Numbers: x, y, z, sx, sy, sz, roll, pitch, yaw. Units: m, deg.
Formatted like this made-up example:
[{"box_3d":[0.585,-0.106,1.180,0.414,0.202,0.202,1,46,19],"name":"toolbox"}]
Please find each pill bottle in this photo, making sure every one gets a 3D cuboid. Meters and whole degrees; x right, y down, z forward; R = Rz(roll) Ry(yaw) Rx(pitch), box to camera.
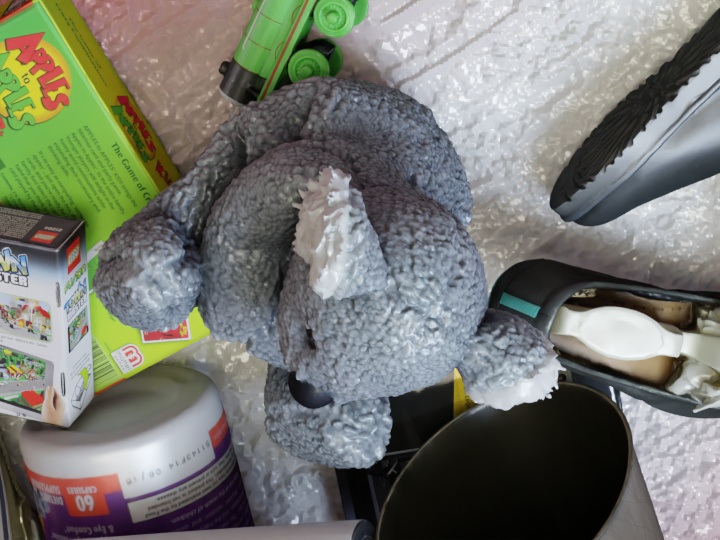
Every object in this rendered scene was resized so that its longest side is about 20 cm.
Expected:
[{"box_3d":[-0.108,0.163,1.535,0.111,0.111,0.201,-11,109,9],"name":"pill bottle"}]

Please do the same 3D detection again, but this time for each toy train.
[{"box_3d":[-0.016,-0.157,1.447,0.056,0.042,0.200,29,111,5],"name":"toy train"}]

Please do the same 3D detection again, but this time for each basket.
[{"box_3d":[0.107,0.190,1.449,0.136,0.181,0.200,-14,119,20],"name":"basket"}]

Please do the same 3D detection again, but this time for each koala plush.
[{"box_3d":[0.000,0.000,1.371,0.177,0.200,0.184,39,86,-22],"name":"koala plush"}]

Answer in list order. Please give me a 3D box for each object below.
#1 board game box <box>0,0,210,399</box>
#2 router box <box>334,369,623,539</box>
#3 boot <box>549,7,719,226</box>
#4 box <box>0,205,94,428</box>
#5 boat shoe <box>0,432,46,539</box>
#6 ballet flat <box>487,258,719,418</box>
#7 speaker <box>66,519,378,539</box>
[{"box_3d":[-0.153,-0.042,1.497,0.101,0.048,0.200,-28,106,14],"name":"board game box"},{"box_3d":[0.072,0.127,1.536,0.157,0.052,0.201,-9,109,8],"name":"router box"},{"box_3d":[0.222,-0.027,1.465,0.200,0.066,0.165,41,111,-15],"name":"boot"},{"box_3d":[-0.240,0.011,1.497,0.199,0.035,0.110,11,122,17],"name":"box"},{"box_3d":[-0.201,0.158,1.560,0.072,0.062,0.201,-14,87,49],"name":"boat shoe"},{"box_3d":[0.158,0.041,1.448,0.199,0.068,0.068,10,95,-25],"name":"ballet flat"},{"box_3d":[-0.090,0.171,1.430,0.199,0.081,0.082,-5,110,14],"name":"speaker"}]
